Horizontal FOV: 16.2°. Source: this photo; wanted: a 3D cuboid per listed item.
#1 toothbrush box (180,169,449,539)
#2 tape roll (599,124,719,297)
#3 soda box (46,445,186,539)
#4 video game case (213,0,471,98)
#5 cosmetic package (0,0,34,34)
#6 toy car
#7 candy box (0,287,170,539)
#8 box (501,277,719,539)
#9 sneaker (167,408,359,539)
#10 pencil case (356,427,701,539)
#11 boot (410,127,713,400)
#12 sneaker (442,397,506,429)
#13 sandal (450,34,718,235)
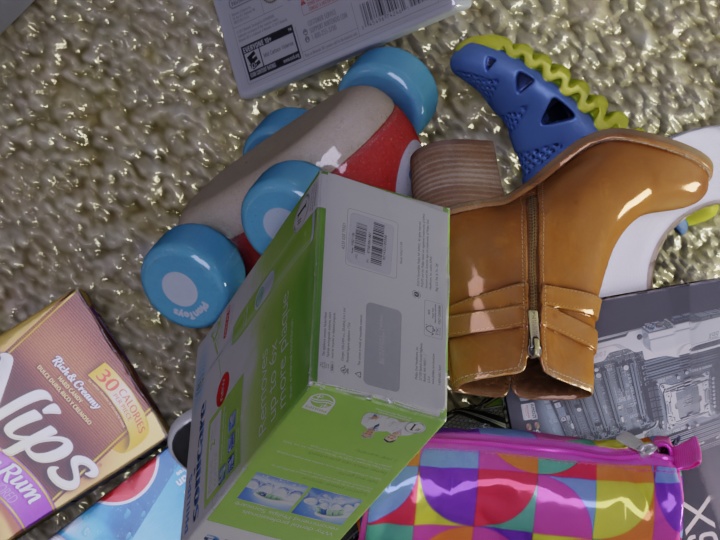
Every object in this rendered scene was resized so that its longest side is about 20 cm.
[{"bbox_3d":[-0.027,0.063,1.447,0.086,0.200,0.146,15,53,-17],"label":"toothbrush box"},{"bbox_3d":[0.230,0.009,1.604,0.201,0.037,0.204,0,90,-6],"label":"tape roll"},{"bbox_3d":[-0.131,0.161,1.640,0.200,0.064,0.068,-38,87,-3],"label":"soda box"},{"bbox_3d":[-0.029,-0.225,1.621,0.199,0.024,0.183,-19,85,43],"label":"video game case"},{"bbox_3d":[-0.288,-0.254,1.613,0.166,0.167,0.200,-44,87,-3],"label":"cosmetic package"},{"bbox_3d":[0.000,0.000,1.586,0.176,0.185,0.200,-29,105,37],"label":"toy car"},{"bbox_3d":[-0.234,0.113,1.648,0.199,0.056,0.117,-33,86,-3],"label":"candy box"},{"bbox_3d":[0.172,0.115,1.549,0.157,0.050,0.201,-10,86,-1],"label":"box"},{"bbox_3d":[-0.027,0.141,1.555,0.199,0.099,0.071,20,114,-3],"label":"sneaker"},{"bbox_3d":[0.095,0.129,1.481,0.199,0.088,0.089,1,87,-1],"label":"pencil case"},{"bbox_3d":[0.127,0.000,1.509,0.199,0.074,0.156,-4,67,-13],"label":"boot"},{"bbox_3d":[0.103,0.095,1.646,0.199,0.078,0.086,-9,80,-9],"label":"sneaker"},{"bbox_3d":[0.134,-0.076,1.649,0.200,0.079,0.087,40,91,4],"label":"sandal"}]
